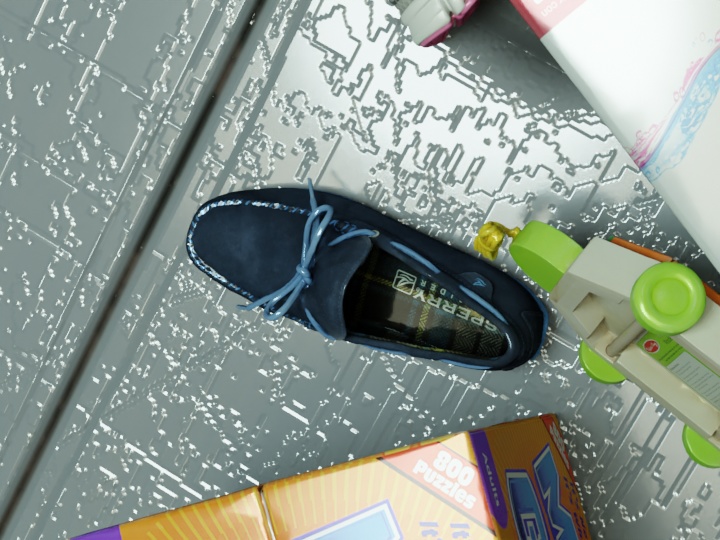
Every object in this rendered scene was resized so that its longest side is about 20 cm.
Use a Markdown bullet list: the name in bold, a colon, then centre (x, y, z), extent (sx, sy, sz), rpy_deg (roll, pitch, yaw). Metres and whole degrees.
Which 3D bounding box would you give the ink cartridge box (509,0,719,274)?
- **ink cartridge box**: centre (0.181, -0.106, 0.773), extent (0.145, 0.145, 0.200), rpy_deg (-38, 87, 16)

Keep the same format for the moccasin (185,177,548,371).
- **moccasin**: centre (0.000, 0.000, 0.877), extent (0.200, 0.068, 0.081), rpy_deg (13, 102, 13)

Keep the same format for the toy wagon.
- **toy wagon**: centre (0.143, 0.032, 0.804), extent (0.200, 0.155, 0.040), rpy_deg (39, 79, 6)

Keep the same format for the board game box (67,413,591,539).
- **board game box**: centre (0.010, 0.193, 0.819), extent (0.200, 0.200, 0.200), rpy_deg (-17, 83, 16)

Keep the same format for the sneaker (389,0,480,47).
- **sneaker**: centre (0.064, -0.208, 0.824), extent (0.087, 0.074, 0.200), rpy_deg (39, 111, -1)
